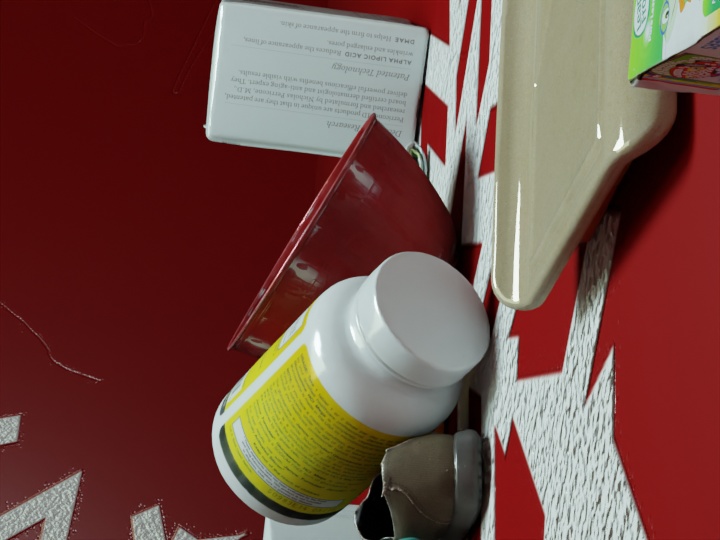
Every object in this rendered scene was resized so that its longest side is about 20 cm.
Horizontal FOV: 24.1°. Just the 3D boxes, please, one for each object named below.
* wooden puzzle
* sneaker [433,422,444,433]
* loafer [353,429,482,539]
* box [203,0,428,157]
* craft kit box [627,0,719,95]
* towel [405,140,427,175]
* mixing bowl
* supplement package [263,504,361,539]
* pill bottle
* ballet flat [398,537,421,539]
[{"bbox_3d":[0.101,-0.097,0.742,0.200,0.037,0.186,118,158,-67],"label":"wooden puzzle"},{"bbox_3d":[-0.002,0.112,1.285,0.200,0.112,0.078,108,166,-71],"label":"sneaker"},{"bbox_3d":[0.030,0.155,1.086,0.200,0.071,0.073,101,172,-55],"label":"loafer"},{"bbox_3d":[-0.046,-0.189,1.640,0.199,0.199,0.131,-109,26,-78],"label":"box"},{"bbox_3d":[0.122,-0.160,0.462,0.198,0.048,0.201,172,103,-83],"label":"craft kit box"},{"bbox_3d":[0.025,0.003,1.507,0.200,0.048,0.172,104,173,-61],"label":"towel"},{"bbox_3d":[0.000,0.000,1.216,0.200,0.108,0.200,-57,3,5],"label":"mixing bowl"},{"bbox_3d":[-0.022,0.261,1.358,0.200,0.116,0.118,-154,70,-86],"label":"supplement package"},{"bbox_3d":[-0.005,0.076,1.092,0.200,0.112,0.113,-46,32,44],"label":"pill bottle"},{"bbox_3d":[0.029,0.257,1.059,0.072,0.072,0.201,-91,4,-51],"label":"ballet flat"}]
